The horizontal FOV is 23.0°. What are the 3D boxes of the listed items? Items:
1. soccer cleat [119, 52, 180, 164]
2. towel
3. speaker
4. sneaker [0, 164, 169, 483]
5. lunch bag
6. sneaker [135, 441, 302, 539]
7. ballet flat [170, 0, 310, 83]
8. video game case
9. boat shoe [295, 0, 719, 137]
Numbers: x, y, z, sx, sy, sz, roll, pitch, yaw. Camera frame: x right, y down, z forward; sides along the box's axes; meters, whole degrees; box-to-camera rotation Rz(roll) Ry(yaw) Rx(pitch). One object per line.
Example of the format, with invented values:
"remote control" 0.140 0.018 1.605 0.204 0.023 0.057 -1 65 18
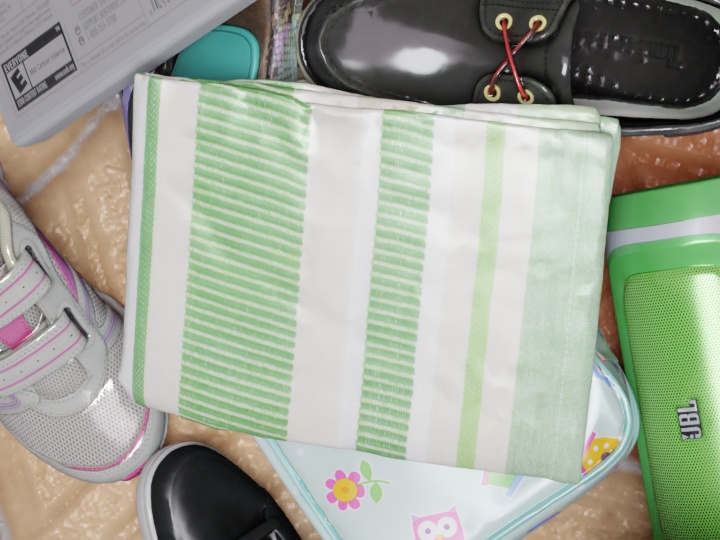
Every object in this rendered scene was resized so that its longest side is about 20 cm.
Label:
"soccer cleat" -0.090 -0.120 0.812 0.068 0.073 0.202 -15 110 -28
"towel" 0.000 0.000 0.724 0.198 0.023 0.154 7 103 8
"speaker" 0.164 0.060 0.797 0.087 0.088 0.202 -10 92 1
"sneaker" -0.164 0.017 0.798 0.081 0.088 0.200 -40 91 2
"lunch bag" 0.016 0.036 0.789 0.160 0.077 0.201 -36 77 9
"sneaker" -0.014 0.157 0.784 0.073 0.111 0.201 -36 100 -38
"ballet flat" -0.042 -0.108 0.766 0.071 0.069 0.202 2 100 -43
"video game case" -0.122 -0.172 0.756 0.199 0.023 0.184 -24 86 45
"boat shoe" 0.074 -0.094 0.736 0.199 0.063 0.075 3 99 -8
